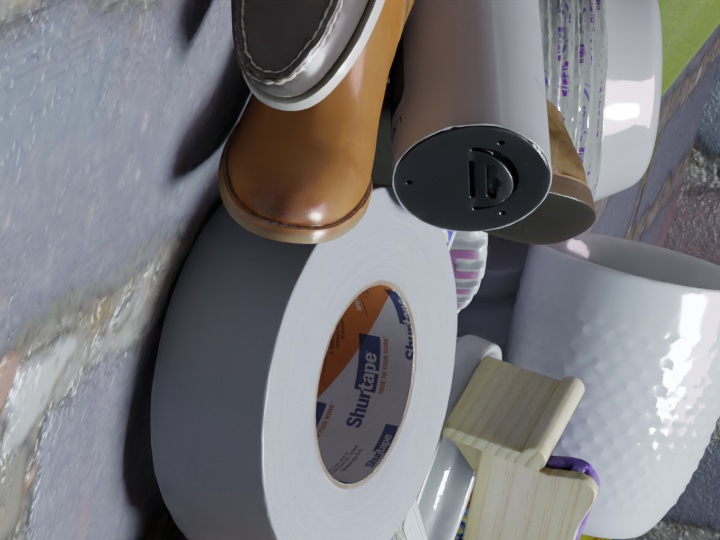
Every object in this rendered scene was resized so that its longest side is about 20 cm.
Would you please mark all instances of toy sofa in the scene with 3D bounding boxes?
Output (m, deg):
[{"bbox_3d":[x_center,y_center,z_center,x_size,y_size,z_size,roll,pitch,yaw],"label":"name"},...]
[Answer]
[{"bbox_3d":[0.091,0.161,1.388,0.083,0.097,0.200,-53,157,-53],"label":"toy sofa"}]

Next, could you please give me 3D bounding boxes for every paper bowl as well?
[{"bbox_3d":[0.134,-0.124,1.482,0.201,0.104,0.201,-178,-90,-87],"label":"paper bowl"}]

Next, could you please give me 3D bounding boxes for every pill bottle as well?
[{"bbox_3d":[0.075,0.048,1.604,0.112,0.112,0.200,-59,163,-45],"label":"pill bottle"}]

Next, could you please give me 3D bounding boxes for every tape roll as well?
[{"bbox_3d":[-0.024,0.052,1.160,0.200,0.066,0.201,-31,126,-56],"label":"tape roll"}]

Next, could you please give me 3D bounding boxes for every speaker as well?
[{"bbox_3d":[0.054,-0.118,1.181,0.081,0.081,0.200,93,-3,-51],"label":"speaker"}]

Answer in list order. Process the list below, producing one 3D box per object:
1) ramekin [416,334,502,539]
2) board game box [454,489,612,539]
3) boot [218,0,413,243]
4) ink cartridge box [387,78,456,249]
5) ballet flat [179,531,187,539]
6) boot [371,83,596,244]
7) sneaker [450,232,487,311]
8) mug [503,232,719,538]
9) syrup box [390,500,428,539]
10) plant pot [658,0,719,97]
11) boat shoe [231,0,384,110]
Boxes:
[{"bbox_3d":[0.006,0.124,1.435,0.200,0.105,0.201,19,90,-77],"label":"ramekin"},{"bbox_3d":[0.080,0.225,1.523,0.200,0.196,0.056,-24,141,-29],"label":"board game box"},{"bbox_3d":[-0.013,-0.120,1.066,0.200,0.073,0.155,-78,-179,-51],"label":"boot"},{"bbox_3d":[0.000,0.000,1.282,0.095,0.037,0.200,31,74,-41],"label":"ink cartridge box"},{"bbox_3d":[-0.049,0.109,1.290,0.071,0.069,0.200,-58,173,35],"label":"ballet flat"},{"bbox_3d":[0.044,-0.076,1.260,0.074,0.200,0.076,-31,-127,40],"label":"boot"},{"bbox_3d":[0.049,-0.058,1.435,0.089,0.080,0.200,-73,174,-50],"label":"sneaker"},{"bbox_3d":[0.165,0.072,1.519,0.200,0.147,0.176,-62,165,-79],"label":"mug"},{"bbox_3d":[-0.008,0.185,1.238,0.200,0.081,0.079,-62,136,-75],"label":"syrup box"},{"bbox_3d":[0.189,-0.214,1.619,0.190,0.200,0.200,-64,174,36],"label":"plant pot"},{"bbox_3d":[-0.017,-0.170,0.988,0.060,0.072,0.201,36,69,-71],"label":"boat shoe"}]
